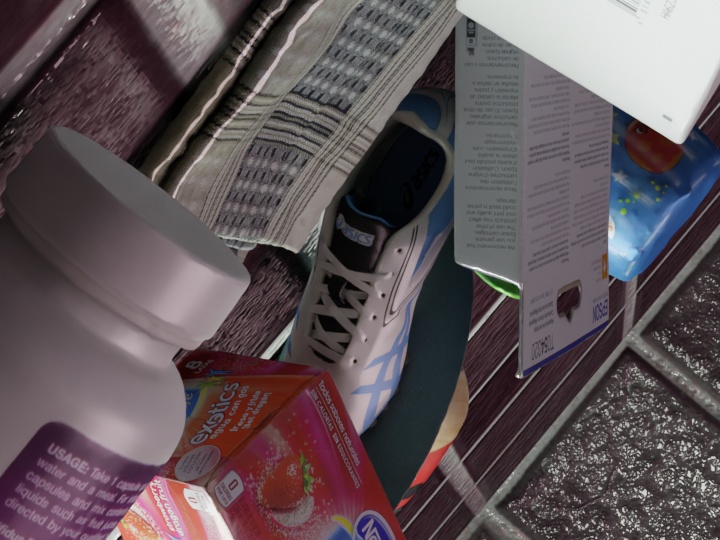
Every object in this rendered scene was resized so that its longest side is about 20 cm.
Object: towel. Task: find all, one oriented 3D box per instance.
[{"bbox_3d":[-0.021,-0.072,0.985,0.200,0.035,0.193,-51,169,6],"label":"towel"}]

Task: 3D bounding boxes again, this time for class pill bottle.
[{"bbox_3d":[-0.128,0.055,0.768,0.200,0.112,0.112,-51,169,6],"label":"pill bottle"}]

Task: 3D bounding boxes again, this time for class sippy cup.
[{"bbox_3d":[0.139,-0.068,1.390,0.140,0.130,0.178,-41,167,-37],"label":"sippy cup"}]

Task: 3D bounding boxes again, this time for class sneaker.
[{"bbox_3d":[0.000,0.000,1.177,0.072,0.072,0.201,1,114,-57],"label":"sneaker"}]

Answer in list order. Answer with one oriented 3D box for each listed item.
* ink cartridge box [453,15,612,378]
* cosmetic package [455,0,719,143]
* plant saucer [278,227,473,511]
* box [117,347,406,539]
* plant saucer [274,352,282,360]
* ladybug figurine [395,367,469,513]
[{"bbox_3d":[0.090,-0.059,1.186,0.196,0.043,0.201,-18,111,-71],"label":"ink cartridge box"},{"bbox_3d":[0.147,-0.197,0.956,0.200,0.123,0.200,-54,171,-21],"label":"cosmetic package"},{"bbox_3d":[-0.006,0.060,1.281,0.200,0.036,0.200,-51,-154,36],"label":"plant saucer"},{"bbox_3d":[-0.042,0.147,1.179,0.095,0.099,0.201,-44,123,-32],"label":"box"},{"bbox_3d":[-0.060,0.109,1.452,0.200,0.029,0.200,-49,169,-13],"label":"plant saucer"},{"bbox_3d":[0.015,0.110,1.566,0.200,0.072,0.136,-52,-171,53],"label":"ladybug figurine"}]
